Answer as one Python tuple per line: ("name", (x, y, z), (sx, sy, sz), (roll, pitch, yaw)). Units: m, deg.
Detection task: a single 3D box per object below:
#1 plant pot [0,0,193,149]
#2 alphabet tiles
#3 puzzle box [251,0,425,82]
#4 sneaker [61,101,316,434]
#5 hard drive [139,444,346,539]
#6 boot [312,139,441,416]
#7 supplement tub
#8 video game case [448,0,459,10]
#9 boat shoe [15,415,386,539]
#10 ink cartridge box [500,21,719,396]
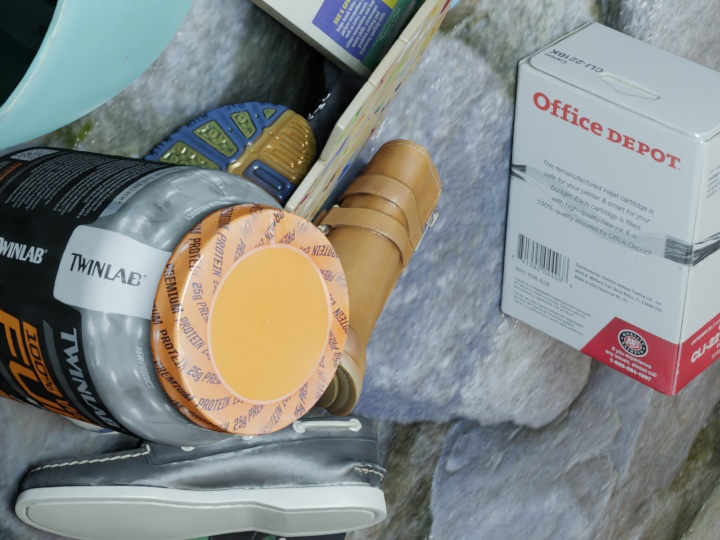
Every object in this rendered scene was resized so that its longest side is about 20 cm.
("plant pot", (-0.151, -0.139, 0.802), (0.161, 0.200, 0.201), (-17, 128, -64))
("alphabet tiles", (0.000, -0.078, 1.119), (0.200, 0.006, 0.166), (-56, 177, -32))
("puzzle box", (0.018, -0.208, 1.093), (0.200, 0.025, 0.133), (-60, 148, -1))
("sneaker", (-0.096, -0.002, 1.097), (0.200, 0.075, 0.088), (-49, 161, -13))
("hard drive", (-0.078, 0.158, 1.254), (0.200, 0.038, 0.140), (11, 105, -57))
("boot", (0.000, 0.000, 1.146), (0.155, 0.077, 0.200), (-56, 179, -8))
("supplement tub", (-0.106, 0.010, 0.936), (0.122, 0.200, 0.123), (-8, 101, -42))
("video game case", (0.068, -0.235, 1.183), (0.200, 0.017, 0.143), (-46, 144, -23))
("boat shoe", (-0.085, 0.109, 1.128), (0.074, 0.200, 0.060), (100, -13, -65))
("ink cartridge box", (0.176, -0.042, 1.356), (0.084, 0.144, 0.200), (-34, 139, -38))
